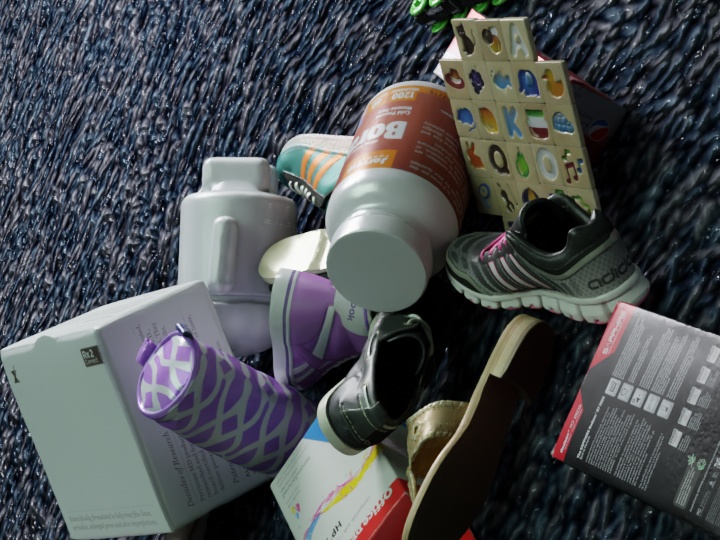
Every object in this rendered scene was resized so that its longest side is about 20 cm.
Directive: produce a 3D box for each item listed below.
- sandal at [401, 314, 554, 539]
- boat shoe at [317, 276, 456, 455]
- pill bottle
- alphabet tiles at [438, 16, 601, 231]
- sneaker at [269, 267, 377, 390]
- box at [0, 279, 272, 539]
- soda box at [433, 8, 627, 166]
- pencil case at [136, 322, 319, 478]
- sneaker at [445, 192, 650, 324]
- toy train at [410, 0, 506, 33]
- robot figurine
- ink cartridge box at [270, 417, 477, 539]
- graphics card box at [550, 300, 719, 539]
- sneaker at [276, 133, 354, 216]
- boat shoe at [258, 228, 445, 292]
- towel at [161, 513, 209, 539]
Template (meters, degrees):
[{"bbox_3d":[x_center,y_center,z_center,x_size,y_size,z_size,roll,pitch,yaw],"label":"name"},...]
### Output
[{"bbox_3d":[0.070,0.123,1.400,0.069,0.078,0.212,19,72,39],"label":"sandal"},{"bbox_3d":[0.038,0.069,1.470,0.068,0.072,0.200,-39,10,42],"label":"boat shoe"},{"bbox_3d":[0.034,-0.061,1.524,0.112,0.112,0.201,-39,20,36],"label":"pill bottle"},{"bbox_3d":[0.125,-0.102,1.439,0.166,0.006,0.201,12,121,59],"label":"alphabet tiles"},{"bbox_3d":[-0.017,0.064,1.592,0.201,0.113,0.073,86,-167,-72],"label":"sneaker"},{"bbox_3d":[-0.210,0.132,1.703,0.198,0.130,0.201,-13,99,53],"label":"box"},{"bbox_3d":[0.138,-0.150,1.529,0.070,0.063,0.200,-58,31,10],"label":"soda box"},{"bbox_3d":[-0.106,0.122,1.578,0.084,0.200,0.085,-59,36,-2],"label":"pencil case"},{"bbox_3d":[0.133,-0.019,1.395,0.074,0.088,0.199,-35,26,-27],"label":"sneaker"},{"bbox_3d":[0.118,-0.270,1.671,0.199,0.042,0.057,-16,46,52],"label":"toy train"},{"bbox_3d":[-0.117,-0.006,1.743,0.112,0.170,0.202,1,85,12],"label":"robot figurine"},{"bbox_3d":[0.009,0.197,1.472,0.117,0.067,0.200,-56,32,14],"label":"ink cartridge box"},{"bbox_3d":[0.223,0.103,1.230,0.200,0.051,0.126,20,85,60],"label":"graphics card box"},{"bbox_3d":[-0.025,-0.079,1.718,0.200,0.071,0.080,2,66,56],"label":"sneaker"},{"bbox_3d":[0.001,-0.002,1.638,0.200,0.063,0.074,-9,41,39],"label":"boat shoe"},{"bbox_3d":[-0.211,0.336,1.683,0.200,0.032,0.191,-51,12,26],"label":"towel"}]
